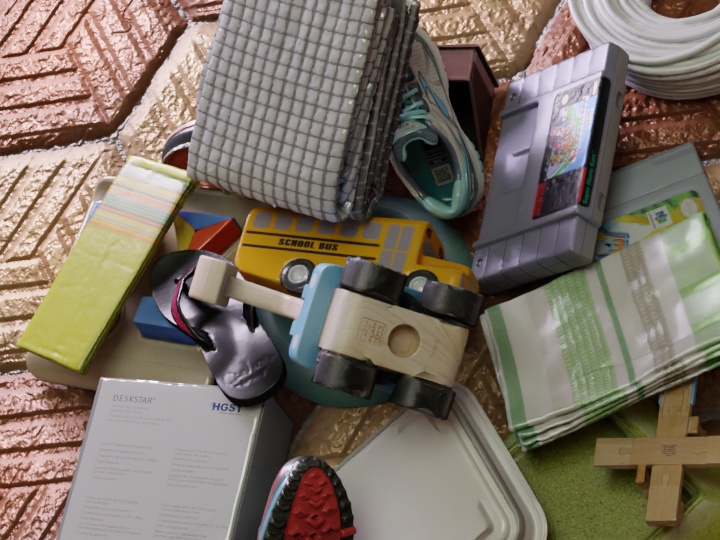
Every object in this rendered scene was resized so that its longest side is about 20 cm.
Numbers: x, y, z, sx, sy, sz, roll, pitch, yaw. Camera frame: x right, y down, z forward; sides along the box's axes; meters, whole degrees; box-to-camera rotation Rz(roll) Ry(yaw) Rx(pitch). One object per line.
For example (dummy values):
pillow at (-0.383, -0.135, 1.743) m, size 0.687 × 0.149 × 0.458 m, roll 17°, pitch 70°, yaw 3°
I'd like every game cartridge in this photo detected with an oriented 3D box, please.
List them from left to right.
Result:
game cartridge at (0.156, -0.086, 1.637) m, size 0.130 × 0.038 × 0.200 m, roll -24°, pitch 46°, yaw 51°
game cartridge at (0.237, -0.003, 1.595) m, size 0.133 × 0.040 × 0.200 m, roll -24°, pitch 54°, yaw 11°

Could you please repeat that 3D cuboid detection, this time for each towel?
towel at (-0.218, -0.007, 1.719) m, size 0.086 × 0.018 × 0.200 m, roll 18°, pitch 72°, yaw 38°
towel at (-0.046, -0.151, 1.614) m, size 0.165 × 0.086 × 0.200 m, roll 19°, pitch 101°, yaw 33°
towel at (0.192, 0.042, 1.528) m, size 0.200 × 0.031 × 0.149 m, roll -27°, pitch 44°, yaw 14°

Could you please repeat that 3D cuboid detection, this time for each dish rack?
dish rack at (0.032, 0.198, 1.527) m, size 0.200 × 0.044 × 0.172 m, roll -43°, pitch 56°, yaw 19°

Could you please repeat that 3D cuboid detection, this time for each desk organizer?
desk organizer at (0.012, -0.146, 1.737) m, size 0.200 × 0.072 × 0.077 m, roll 1°, pitch 66°, yaw 20°

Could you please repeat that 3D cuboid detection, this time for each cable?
cable at (0.280, -0.242, 1.694) m, size 0.200 × 0.069 × 0.200 m, roll 18°, pitch 71°, yaw 27°

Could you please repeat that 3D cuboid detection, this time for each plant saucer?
plant saucer at (-0.002, 0.017, 1.676) m, size 0.199 × 0.036 × 0.200 m, roll -8°, pitch 61°, yaw 15°
plant saucer at (0.172, 0.181, 1.521) m, size 0.200 × 0.048 × 0.200 m, roll -42°, pitch 58°, yaw -5°

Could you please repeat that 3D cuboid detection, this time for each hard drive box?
hard drive box at (-0.154, 0.196, 1.611) m, size 0.155 × 0.077 × 0.200 m, roll 4°, pitch 65°, yaw 21°

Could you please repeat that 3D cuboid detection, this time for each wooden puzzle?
wooden puzzle at (-0.189, 0.010, 1.740) m, size 0.185 × 0.046 × 0.200 m, roll 8°, pitch 67°, yaw 23°

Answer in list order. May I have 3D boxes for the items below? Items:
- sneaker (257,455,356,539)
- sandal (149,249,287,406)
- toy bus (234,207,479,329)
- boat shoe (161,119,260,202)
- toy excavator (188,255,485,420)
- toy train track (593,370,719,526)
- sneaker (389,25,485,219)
sneaker at (-0.065, 0.229, 1.516) m, size 0.095 × 0.079 × 0.201 m, roll 30°, pitch 117°, yaw 52°
sandal at (-0.120, 0.034, 1.636) m, size 0.075 × 0.045 × 0.200 m, roll -33°, pitch 43°, yaw -6°
toy bus at (0.000, 0.000, 1.626) m, size 0.200 × 0.065 × 0.078 m, roll 5°, pitch 64°, yaw 23°
boat shoe at (-0.086, -0.089, 1.720) m, size 0.200 × 0.071 × 0.063 m, roll 3°, pitch 51°, yaw 21°
toy excavator at (-0.025, 0.039, 1.538) m, size 0.194 × 0.200 × 0.100 m, roll 17°, pitch 87°, yaw -17°
toy train track at (0.241, 0.105, 1.493) m, size 0.114 × 0.033 × 0.200 m, roll -3°, pitch 56°, yaw 25°
sneaker at (0.044, -0.132, 1.647) m, size 0.078 × 0.086 × 0.200 m, roll -29°, pitch 98°, yaw 15°
